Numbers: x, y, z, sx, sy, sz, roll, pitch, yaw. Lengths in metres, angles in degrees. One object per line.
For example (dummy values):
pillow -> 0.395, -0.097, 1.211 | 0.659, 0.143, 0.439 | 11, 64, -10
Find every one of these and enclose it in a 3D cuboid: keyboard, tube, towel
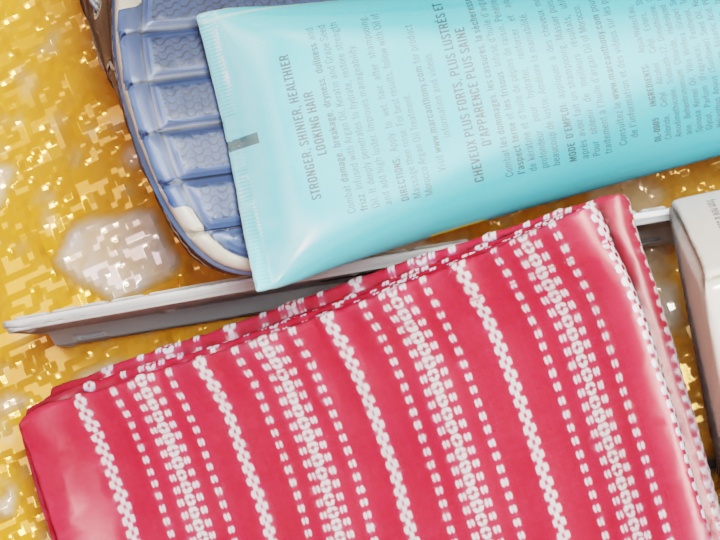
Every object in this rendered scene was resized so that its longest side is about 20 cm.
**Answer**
keyboard -> 0.000, 0.000, 0.788 | 0.200, 0.056, 0.011 | -10, 82, 4
tube -> 0.060, -0.052, 0.750 | 0.200, 0.050, 0.078 | -12, 76, -9
towel -> 0.003, 0.075, 0.754 | 0.200, 0.022, 0.145 | -20, 81, 28

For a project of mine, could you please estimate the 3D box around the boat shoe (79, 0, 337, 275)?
boat shoe -> -0.046, -0.085, 0.796 | 0.072, 0.072, 0.200 | -2, 69, -18

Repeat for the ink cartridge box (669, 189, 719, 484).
ink cartridge box -> 0.194, 0.038, 0.724 | 0.200, 0.083, 0.147 | -12, 106, 3
